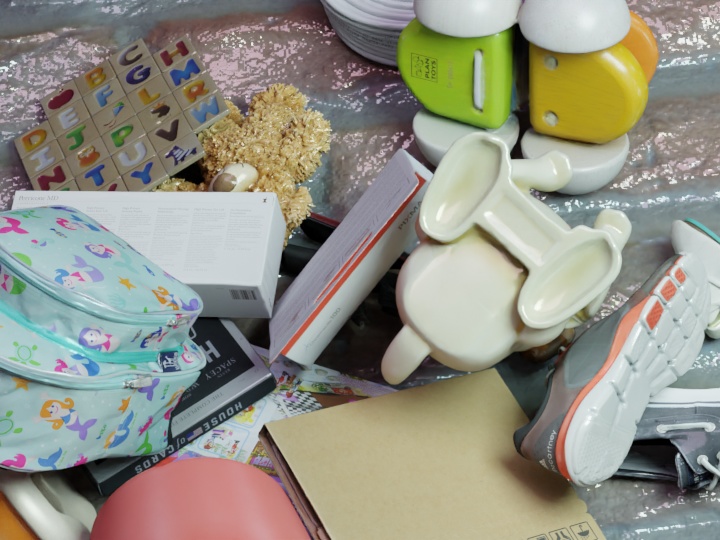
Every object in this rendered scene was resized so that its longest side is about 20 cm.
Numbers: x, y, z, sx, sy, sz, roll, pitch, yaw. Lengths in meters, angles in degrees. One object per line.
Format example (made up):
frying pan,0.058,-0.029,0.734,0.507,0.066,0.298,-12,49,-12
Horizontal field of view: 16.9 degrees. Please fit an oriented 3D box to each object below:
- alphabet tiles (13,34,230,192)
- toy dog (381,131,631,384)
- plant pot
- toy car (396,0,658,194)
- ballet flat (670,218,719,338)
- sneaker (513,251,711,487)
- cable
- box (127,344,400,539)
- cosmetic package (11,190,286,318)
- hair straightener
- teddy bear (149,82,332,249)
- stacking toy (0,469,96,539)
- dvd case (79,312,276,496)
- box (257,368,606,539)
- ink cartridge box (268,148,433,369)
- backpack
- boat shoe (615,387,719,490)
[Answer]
alphabet tiles,-0.191,-0.114,1.923,0.166,0.006,0.200,-32,37,0
toy dog,0.105,0.011,1.688,0.139,0.200,0.194,33,95,12
plant pot,-0.098,0.232,1.582,0.199,0.201,0.178,-12,40,-1
toy car,0.132,-0.167,1.867,0.199,0.176,0.150,10,38,16
ballet flat,0.286,0.034,1.755,0.069,0.070,0.200,-39,58,-21
sneaker,0.169,0.058,1.674,0.082,0.077,0.200,11,49,41
cable,0.056,-0.255,2.007,0.199,0.069,0.201,-17,52,-4
box,-0.059,0.129,1.740,0.199,0.039,0.137,17,56,20
cosmetic package,-0.159,-0.012,1.768,0.199,0.051,0.083,1,59,12
hair straightener,0.024,0.021,1.821,0.199,0.041,0.077,23,62,18
teddy bear,-0.090,-0.085,1.875,0.144,0.067,0.200,-1,37,18
stacking toy,-0.288,0.205,1.683,0.200,0.146,0.146,-38,54,2
dvd case,-0.174,0.054,1.772,0.150,0.025,0.200,-32,55,-13
box,0.050,0.151,1.657,0.199,0.021,0.164,-12,55,-32
ink cartridge box,0.000,0.000,1.695,0.057,0.200,0.163,38,95,-12
backpack,-0.214,0.049,1.623,0.177,0.151,0.200,34,27,25
boat shoe,0.235,0.121,1.683,0.199,0.072,0.068,5,51,15
